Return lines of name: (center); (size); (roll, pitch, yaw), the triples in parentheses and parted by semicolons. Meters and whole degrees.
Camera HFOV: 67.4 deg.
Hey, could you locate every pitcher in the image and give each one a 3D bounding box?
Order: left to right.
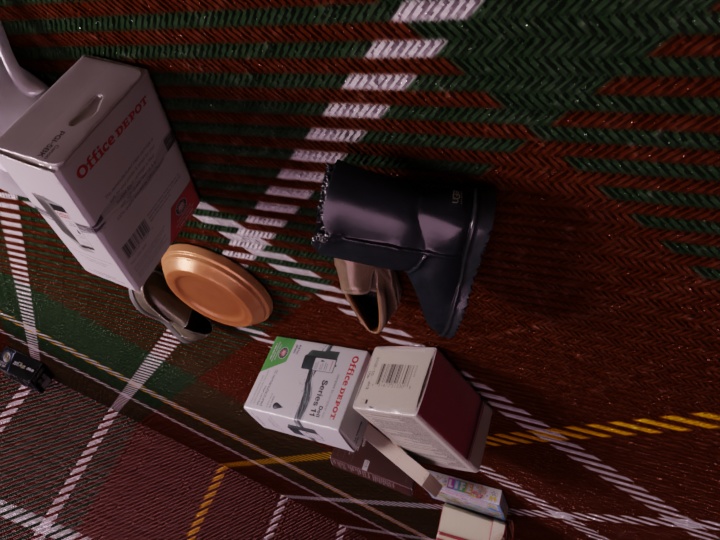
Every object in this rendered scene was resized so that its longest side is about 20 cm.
pitcher: (-0.390, -0.192, 0.576); (0.170, 0.122, 0.201); (-27, 113, 35)

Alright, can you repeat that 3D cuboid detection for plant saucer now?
plant saucer: (-0.239, 0.034, 0.882); (0.196, 0.038, 0.202); (18, 149, 11)

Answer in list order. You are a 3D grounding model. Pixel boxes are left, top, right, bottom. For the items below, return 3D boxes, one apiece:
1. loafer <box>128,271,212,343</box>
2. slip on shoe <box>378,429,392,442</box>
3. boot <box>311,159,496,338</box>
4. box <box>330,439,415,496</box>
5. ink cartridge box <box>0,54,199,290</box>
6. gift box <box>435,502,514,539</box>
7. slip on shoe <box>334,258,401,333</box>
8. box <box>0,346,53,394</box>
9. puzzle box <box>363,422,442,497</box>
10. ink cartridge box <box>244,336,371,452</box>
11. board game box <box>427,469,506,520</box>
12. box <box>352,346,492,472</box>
loafer: (-0.331, 0.062, 0.968); (0.068, 0.077, 0.201); (-5, 145, 22)
slip on shoe: (0.073, 0.289, 1.037); (0.060, 0.075, 0.201); (-18, 133, 16)
boot: (0.036, -0.018, 0.553); (0.164, 0.077, 0.202); (11, 141, 6)
box: (0.039, 0.420, 1.221); (0.196, 0.102, 0.076); (16, 149, 13)
ink cartridge box: (-0.269, -0.099, 0.586); (0.081, 0.149, 0.202); (18, 148, 13)
gift box: (0.284, 0.707, 1.367); (0.183, 0.189, 0.200); (11, 171, 16)
slip on shoe: (0.000, 0.000, 0.636); (0.074, 0.061, 0.202); (10, 147, 22)
box: (-1.383, 0.413, 2.226); (0.161, 0.087, 0.201); (25, 149, -2)
puzzle box: (0.050, 0.314, 0.948); (0.198, 0.026, 0.134); (32, 165, 31)
ink cartridge box: (-0.078, 0.206, 0.928); (0.196, 0.149, 0.084); (4, 144, 29)
board game box: (0.260, 0.557, 1.345); (0.196, 0.035, 0.135); (6, 146, 28)
box: (0.104, 0.218, 0.854); (0.126, 0.110, 0.200); (-6, 139, 41)
